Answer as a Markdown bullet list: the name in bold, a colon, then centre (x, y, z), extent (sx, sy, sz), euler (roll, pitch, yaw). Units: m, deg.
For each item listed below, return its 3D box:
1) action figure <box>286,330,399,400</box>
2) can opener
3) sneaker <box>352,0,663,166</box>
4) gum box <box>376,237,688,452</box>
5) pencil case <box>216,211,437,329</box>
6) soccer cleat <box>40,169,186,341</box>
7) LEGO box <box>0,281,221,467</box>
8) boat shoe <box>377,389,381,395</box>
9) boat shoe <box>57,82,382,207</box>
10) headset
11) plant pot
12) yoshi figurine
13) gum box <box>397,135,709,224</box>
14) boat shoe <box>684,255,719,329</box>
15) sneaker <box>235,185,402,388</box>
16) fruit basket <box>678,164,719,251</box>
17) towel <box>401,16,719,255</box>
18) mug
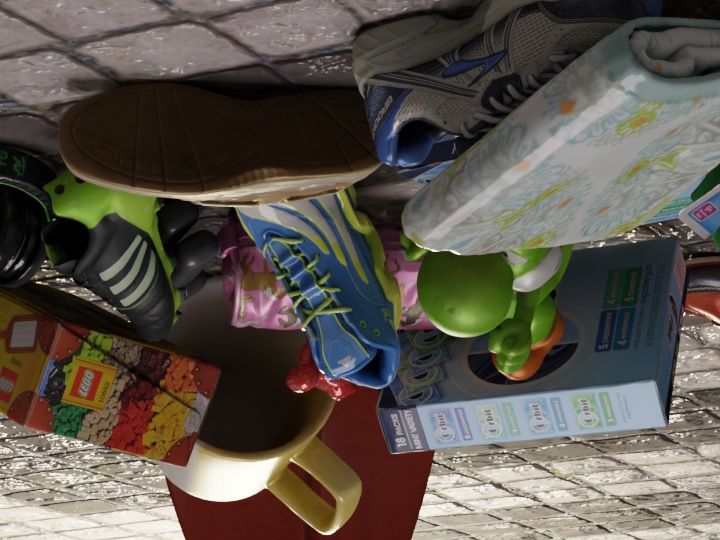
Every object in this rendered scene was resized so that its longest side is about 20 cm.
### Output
- **action figure**: centre (-0.014, 0.054, 1.847), extent (0.051, 0.066, 0.200), euler (-16, -172, 18)
- **can opener**: centre (-0.132, -0.010, 1.805), extent (0.067, 0.054, 0.200), euler (-31, 176, -24)
- **sneaker**: centre (0.083, -0.102, 1.382), extent (0.199, 0.086, 0.077), euler (-16, 159, 41)
- **gum box**: centre (0.125, 0.052, 1.804), extent (0.198, 0.170, 0.045), euler (-7, 123, 19)
- **pencil case**: centre (0.000, 0.000, 1.762), extent (0.198, 0.087, 0.083), euler (-1, -166, -3)
- **soccer cleat**: centre (-0.163, -0.013, 1.657), extent (0.081, 0.068, 0.201), euler (-22, 149, -10)
- **LEGO box**: centre (-0.219, 0.061, 1.804), extent (0.148, 0.078, 0.199), euler (19, -177, -41)
- **boat shoe**: centre (0.063, 0.066, 1.932), extent (0.068, 0.072, 0.200), euler (-46, -173, 18)
- **boat shoe**: centre (-0.083, -0.067, 1.519), extent (0.198, 0.074, 0.069), euler (1, 159, -12)
- **headset**: centre (-0.264, -0.012, 1.667), extent (0.122, 0.095, 0.200), euler (3, 153, -16)
- **plant pot**: centre (-0.055, 0.185, 2.261), extent (0.199, 0.178, 0.199), euler (-12, 162, 36)
- **yoshi figurine**: centre (0.076, 0.011, 1.602), extent (0.111, 0.113, 0.200), euler (5, 163, 6)
- **gum box**: centre (0.143, -0.072, 1.581), extent (0.169, 0.045, 0.200), euler (-10, 163, 30)
- **boat shoe**: centre (0.308, 0.029, 1.940), extent (0.198, 0.063, 0.071), euler (6, 165, -22)
- **sneaker**: centre (-0.019, 0.002, 1.629), extent (0.075, 0.105, 0.200), euler (-27, 136, 12)
- **fruit basket**: centre (0.310, -0.057, 1.533), extent (0.199, 0.094, 0.185), euler (-29, 154, 21)
- **towel**: centre (0.137, -0.069, 1.373), extent (0.171, 0.048, 0.199), euler (-42, 159, 31)
- **mug**: centre (-0.096, 0.120, 1.943), extent (0.148, 0.188, 0.153), euler (-10, 156, -17)
